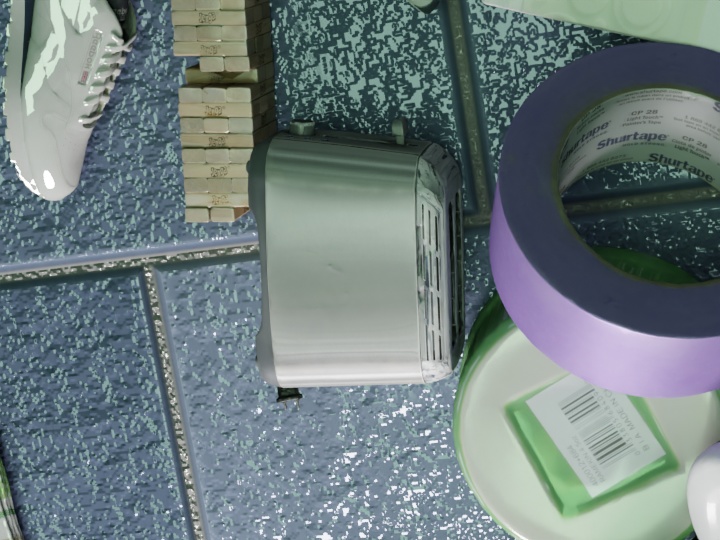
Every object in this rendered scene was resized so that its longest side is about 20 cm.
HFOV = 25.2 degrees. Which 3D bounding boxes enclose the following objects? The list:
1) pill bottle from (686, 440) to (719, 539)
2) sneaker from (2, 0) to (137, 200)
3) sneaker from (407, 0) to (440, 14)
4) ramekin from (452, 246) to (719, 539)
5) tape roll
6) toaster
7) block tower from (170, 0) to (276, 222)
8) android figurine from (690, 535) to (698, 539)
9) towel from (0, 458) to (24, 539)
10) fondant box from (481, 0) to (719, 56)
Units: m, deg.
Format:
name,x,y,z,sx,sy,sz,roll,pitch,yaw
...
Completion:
name,x,y,z,sx,sy,sz,roll,pitch,yaw
pill bottle,0.304,0.115,0.967,0.199,0.112,0.113,-26,98,-22
sneaker,-0.195,-0.144,1.097,0.080,0.076,0.201,5,106,3
sneaker,-0.027,-0.228,1.031,0.199,0.073,0.071,27,105,6
ramekin,0.154,0.092,1.048,0.199,0.098,0.201,3,104,14
tape roll,0.178,-0.031,0.961,0.199,0.085,0.201,0,61,1
toaster,0.000,0.000,1.058,0.129,0.114,0.201,1,102,12
block tower,-0.091,-0.137,1.079,0.054,0.058,0.201,1,105,14
android figurine,0.306,0.250,1.078,0.182,0.041,0.200,-32,93,18
towel,-0.329,0.187,1.234,0.149,0.031,0.201,-10,103,19
fondant box,0.187,-0.216,0.988,0.199,0.058,0.145,14,106,9
